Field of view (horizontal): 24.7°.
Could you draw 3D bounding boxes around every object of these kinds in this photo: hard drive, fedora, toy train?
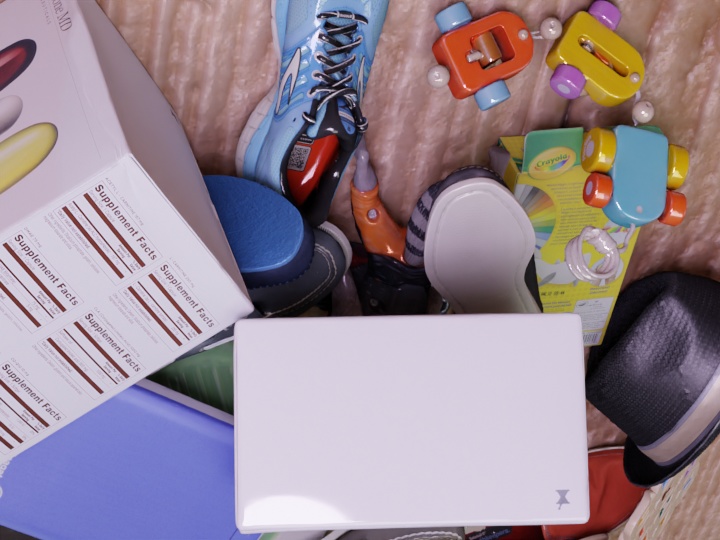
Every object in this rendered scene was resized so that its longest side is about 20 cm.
[{"bbox_3d":[-0.151,0.138,1.102,0.199,0.025,0.133,26,110,-27],"label":"hard drive"},{"bbox_3d":[0.233,0.065,1.266,0.091,0.201,0.202,28,118,-6],"label":"fedora"},{"bbox_3d":[0.128,-0.095,1.087,0.149,0.201,0.056,-30,-179,-23],"label":"toy train"}]

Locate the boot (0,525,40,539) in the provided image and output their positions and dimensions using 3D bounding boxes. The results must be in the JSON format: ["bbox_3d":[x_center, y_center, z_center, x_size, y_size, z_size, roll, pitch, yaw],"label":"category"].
[{"bbox_3d":[-0.230,0.136,1.168,0.073,0.076,0.200,14,129,-37],"label":"boot"}]

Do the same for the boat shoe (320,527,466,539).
[{"bbox_3d":[-0.012,0.224,1.179,0.200,0.061,0.072,-23,131,16],"label":"boat shoe"}]

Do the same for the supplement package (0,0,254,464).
[{"bbox_3d":[-0.199,-0.028,0.947,0.199,0.192,0.147,-31,136,4],"label":"supplement package"}]

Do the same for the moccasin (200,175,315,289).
[{"bbox_3d":[-0.108,-0.017,1.040,0.081,0.198,0.068,-64,143,-26],"label":"moccasin"}]

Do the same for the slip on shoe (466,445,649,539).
[{"bbox_3d":[0.160,0.206,1.390,0.198,0.075,0.061,-21,179,-2],"label":"slip on shoe"}]

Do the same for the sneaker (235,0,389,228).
[{"bbox_3d":[-0.015,-0.115,1.013,0.077,0.090,0.202,2,117,-25],"label":"sneaker"}]

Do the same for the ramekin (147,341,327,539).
[{"bbox_3d":[-0.114,0.158,1.216,0.198,0.098,0.202,-12,133,-13],"label":"ramekin"}]

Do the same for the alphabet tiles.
[{"bbox_3d":[0.251,0.190,1.379,0.201,0.015,0.196,-54,161,-13],"label":"alphabet tiles"}]

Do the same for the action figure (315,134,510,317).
[{"bbox_3d":[0.000,0.000,1.127,0.198,0.105,0.195,1,120,-25],"label":"action figure"}]

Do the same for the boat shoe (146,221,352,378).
[{"bbox_3d":[-0.095,0.026,1.091,0.198,0.062,0.073,-20,115,22],"label":"boat shoe"}]

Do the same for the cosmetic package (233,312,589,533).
[{"bbox_3d":[0.022,0.095,1.001,0.197,0.125,0.200,-1,174,-4],"label":"cosmetic package"}]

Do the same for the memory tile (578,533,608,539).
[{"bbox_3d":[0.114,0.271,1.404,0.152,0.017,0.200,-9,159,-29],"label":"memory tile"}]

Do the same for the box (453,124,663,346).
[{"bbox_3d":[0.142,-0.028,1.199,0.116,0.049,0.201,-4,133,-20],"label":"box"}]

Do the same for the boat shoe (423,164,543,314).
[{"bbox_3d":[0.082,-0.013,1.071,0.073,0.061,0.200,-15,145,10],"label":"boat shoe"}]
